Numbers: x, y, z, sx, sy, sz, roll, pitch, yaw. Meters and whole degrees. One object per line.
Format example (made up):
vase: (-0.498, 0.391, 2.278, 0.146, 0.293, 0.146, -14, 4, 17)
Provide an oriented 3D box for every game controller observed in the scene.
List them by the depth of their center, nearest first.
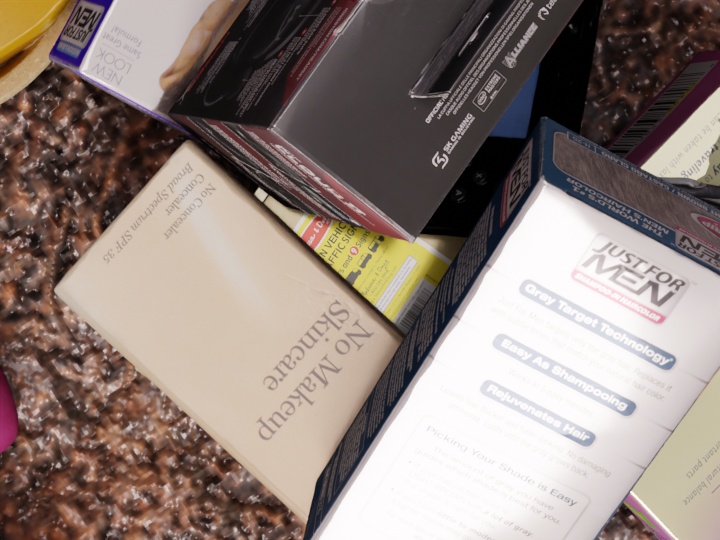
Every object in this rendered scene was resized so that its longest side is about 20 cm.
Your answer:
game controller: (0.057, -0.108, 0.959, 0.104, 0.042, 0.201, 7, 70, 12)

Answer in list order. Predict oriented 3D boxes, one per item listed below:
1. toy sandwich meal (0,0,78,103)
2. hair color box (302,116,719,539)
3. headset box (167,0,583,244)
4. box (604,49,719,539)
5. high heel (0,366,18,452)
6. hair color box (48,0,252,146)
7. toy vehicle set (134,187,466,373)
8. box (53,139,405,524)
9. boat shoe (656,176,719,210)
toy sandwich meal: (-0.210, -0.164, 0.976, 0.204, 0.070, 0.207, 0, 90, 0)
hair color box: (0.065, 0.051, 0.833, 0.100, 0.061, 0.201, 27, 118, -8)
headset box: (0.012, -0.098, 0.851, 0.077, 0.200, 0.149, 37, 84, -19)
box: (0.171, 0.031, 0.951, 0.176, 0.097, 0.200, -45, 97, -2)
high heel: (-0.243, 0.020, 0.962, 0.200, 0.096, 0.068, 36, 90, 0)
hair color box: (-0.046, -0.157, 0.963, 0.109, 0.065, 0.201, 27, 91, -25)
toy vehicle set: (0.000, 0.000, 0.998, 0.124, 0.027, 0.201, 36, 90, 0)
box: (-0.032, 0.043, 0.945, 0.200, 0.078, 0.095, 41, 90, 0)
boat shoe: (0.170, -0.001, 0.865, 0.199, 0.068, 0.072, 16, 92, -7)
